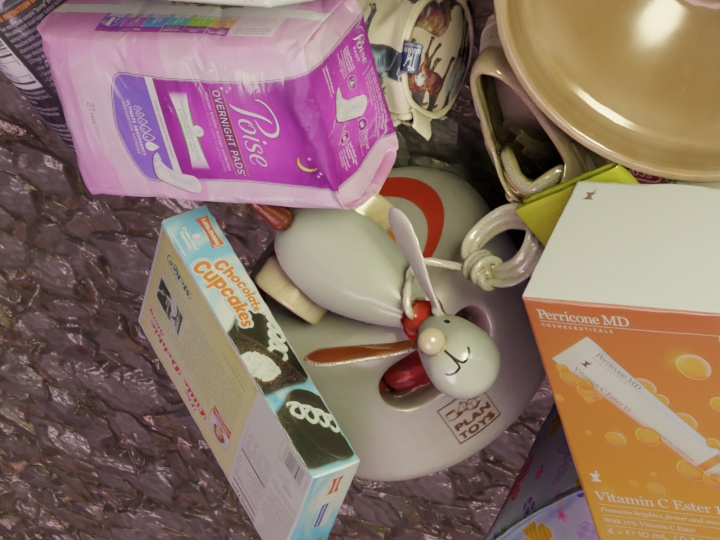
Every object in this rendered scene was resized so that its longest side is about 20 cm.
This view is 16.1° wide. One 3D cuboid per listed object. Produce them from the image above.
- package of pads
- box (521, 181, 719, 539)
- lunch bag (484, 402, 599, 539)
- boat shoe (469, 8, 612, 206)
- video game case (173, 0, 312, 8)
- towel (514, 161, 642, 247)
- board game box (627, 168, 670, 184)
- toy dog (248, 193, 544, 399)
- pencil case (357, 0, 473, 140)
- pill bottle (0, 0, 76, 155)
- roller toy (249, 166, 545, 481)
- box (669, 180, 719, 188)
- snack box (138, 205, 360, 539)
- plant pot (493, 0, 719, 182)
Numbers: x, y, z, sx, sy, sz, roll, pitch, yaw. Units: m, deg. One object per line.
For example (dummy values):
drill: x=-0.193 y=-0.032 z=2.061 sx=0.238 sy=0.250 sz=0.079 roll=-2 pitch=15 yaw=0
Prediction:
package of pads: x=-0.086 y=-0.101 z=1.500 sx=0.200 sy=0.076 sz=0.121 roll=5 pitch=129 yaw=30
box: x=0.183 y=0.057 z=1.414 sx=0.124 sy=0.098 sz=0.200 roll=4 pitch=135 yaw=28
lunch bag: x=0.190 y=0.129 z=1.674 sx=0.127 sy=0.170 sz=0.200 roll=33 pitch=146 yaw=-6
boat shoe: x=0.107 y=-0.064 z=1.504 sx=0.072 sy=0.065 sz=0.200 roll=8 pitch=139 yaw=28
video game case: x=-0.079 y=-0.175 z=1.457 sx=0.182 sy=0.200 sz=0.022 roll=7 pitch=104 yaw=28
towel: x=0.181 y=0.017 z=1.463 sx=0.086 sy=0.018 sz=0.200 roll=-23 pitch=119 yaw=44
board game box: x=0.201 y=-0.046 z=1.550 sx=0.200 sy=0.035 sz=0.136 roll=13 pitch=144 yaw=22
toy dog: x=0.000 y=0.000 z=1.504 sx=0.200 sy=0.132 sz=0.096 roll=9 pitch=165 yaw=46
pencil case: x=-0.035 y=-0.137 z=1.546 sx=0.200 sy=0.090 sz=0.078 roll=9 pitch=155 yaw=27
pill bottle: x=-0.192 y=-0.166 z=1.603 sx=0.106 sy=0.106 sz=0.200 roll=-7 pitch=133 yaw=41
roller toy: x=0.026 y=0.040 z=1.652 sx=0.182 sy=0.200 sz=0.140 roll=-9 pitch=133 yaw=34
box: x=0.212 y=0.008 z=1.511 sx=0.095 sy=0.078 sz=0.200 roll=23 pitch=146 yaw=7
snack box: x=-0.073 y=0.072 z=1.585 sx=0.200 sy=0.037 sz=0.116 roll=58 pitch=152 yaw=24
plant pot: x=0.179 y=-0.152 z=1.355 sx=0.200 sy=0.093 sz=0.201 roll=14 pitch=133 yaw=16
